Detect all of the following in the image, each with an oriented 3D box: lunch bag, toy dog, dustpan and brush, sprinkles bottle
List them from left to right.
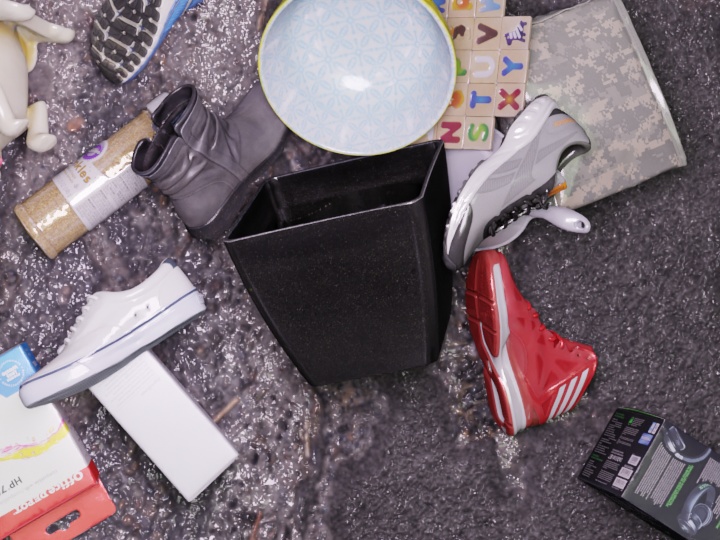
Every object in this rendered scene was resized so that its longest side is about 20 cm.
[{"bbox_3d":[-0.394,-0.167,1.634,0.191,0.140,0.203,12,88,6],"label":"toy dog"},{"bbox_3d":[-0.256,-0.096,1.683,0.199,0.068,0.069,-38,94,-6],"label":"sprinkles bottle"},{"bbox_3d":[0.149,-0.071,1.681,0.057,0.199,0.141,-3,110,-37],"label":"dustpan and brush"},{"bbox_3d":[0.222,-0.174,1.723,0.162,0.118,0.202,-21,96,-10],"label":"lunch bag"}]

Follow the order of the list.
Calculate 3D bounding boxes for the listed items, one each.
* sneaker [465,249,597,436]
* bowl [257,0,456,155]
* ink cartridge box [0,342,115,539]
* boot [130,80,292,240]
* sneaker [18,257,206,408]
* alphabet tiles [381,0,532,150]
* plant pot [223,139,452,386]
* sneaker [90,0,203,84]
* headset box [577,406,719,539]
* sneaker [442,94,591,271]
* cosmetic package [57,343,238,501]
[{"bbox_3d":[0.181,0.064,1.738,0.114,0.078,0.202,-15,110,-17],"label":"sneaker"},{"bbox_3d":[0.001,-0.229,1.672,0.197,0.108,0.202,3,125,4],"label":"bowl"},{"bbox_3d":[-0.341,0.188,1.668,0.115,0.067,0.202,-30,93,-7],"label":"ink cartridge box"},{"bbox_3d":[-0.142,-0.143,1.646,0.069,0.132,0.201,5,57,33],"label":"boot"},{"bbox_3d":[-0.247,0.060,1.587,0.199,0.073,0.071,-32,84,-16],"label":"sneaker"},{"bbox_3d":[0.085,-0.209,1.694,0.198,0.006,0.169,5,89,35],"label":"alphabet tiles"},{"bbox_3d":[0.000,0.000,1.640,0.197,0.200,0.179,-12,107,14],"label":"plant pot"},{"bbox_3d":[-0.199,-0.273,1.686,0.078,0.089,0.201,42,106,20],"label":"sneaker"},{"bbox_3d":[0.348,0.236,1.705,0.199,0.174,0.093,33,86,-5],"label":"headset box"},{"bbox_3d":[0.148,-0.078,1.604,0.079,0.074,0.201,36,78,14],"label":"sneaker"},{"bbox_3d":[-0.214,0.131,1.669,0.071,0.101,0.200,-42,94,-6],"label":"cosmetic package"}]
